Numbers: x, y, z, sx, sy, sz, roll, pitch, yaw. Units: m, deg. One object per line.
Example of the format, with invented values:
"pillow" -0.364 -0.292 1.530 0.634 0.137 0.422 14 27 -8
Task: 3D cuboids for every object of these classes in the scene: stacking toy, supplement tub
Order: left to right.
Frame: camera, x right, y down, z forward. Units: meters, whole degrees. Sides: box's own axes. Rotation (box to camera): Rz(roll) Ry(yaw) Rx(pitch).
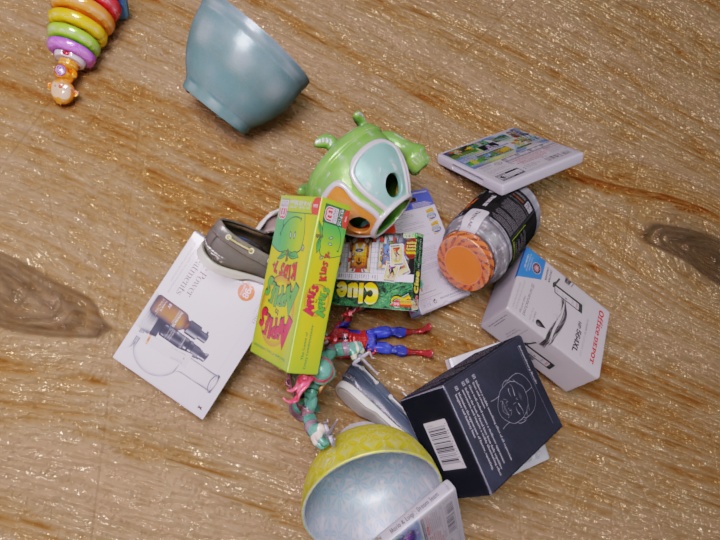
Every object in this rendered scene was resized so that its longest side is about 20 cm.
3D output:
"stacking toy" -0.436 -0.353 0.814 0.112 0.109 0.208 13 81 -16
"supplement tub" 0.215 -0.060 0.898 0.123 0.122 0.199 49 49 1

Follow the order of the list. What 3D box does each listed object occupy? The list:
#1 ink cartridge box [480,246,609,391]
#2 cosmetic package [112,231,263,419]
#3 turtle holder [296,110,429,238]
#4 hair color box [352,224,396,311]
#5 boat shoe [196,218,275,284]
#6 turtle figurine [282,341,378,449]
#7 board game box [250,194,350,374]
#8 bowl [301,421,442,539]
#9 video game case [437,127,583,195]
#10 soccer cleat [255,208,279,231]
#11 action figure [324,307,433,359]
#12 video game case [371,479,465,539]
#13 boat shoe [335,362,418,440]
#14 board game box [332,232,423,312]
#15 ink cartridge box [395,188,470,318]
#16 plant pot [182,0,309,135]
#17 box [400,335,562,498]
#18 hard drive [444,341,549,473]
"ink cartridge box" 0.323 0.084 0.925 0.197 0.084 0.148 35 55 -5
"cosmetic package" -0.222 0.075 0.745 0.148 0.052 0.204 34 86 -8
"turtle holder" 0.010 -0.124 0.755 0.132 0.142 0.184 44 30 11
"hair color box" 0.013 -0.049 0.858 0.062 0.111 0.208 -5 76 -18
"boat shoe" -0.123 -0.021 0.733 0.198 0.061 0.073 13 34 -43
"turtle figurine" -0.053 0.152 0.729 0.099 0.200 0.152 35 67 -5
"board game box" -0.077 0.014 0.667 0.046 0.100 0.208 12 89 -38
"bowl" 0.009 0.283 0.751 0.192 0.206 0.109 6 28 -16
"video game case" 0.269 -0.204 0.971 0.195 0.023 0.182 -23 37 -21
"soccer cleat" -0.162 -0.004 0.805 0.067 0.078 0.206 25 69 -9
"action figure" 0.029 0.103 0.830 0.192 0.099 0.068 2 72 -15
"video game case" 0.069 0.406 0.724 0.178 0.024 0.206 -29 124 -21
"boat shoe" 0.051 0.219 0.813 0.197 0.075 0.062 37 62 6
"board game box" 0.000 0.000 0.780 0.023 0.194 0.109 7 85 -54
"ink cartridge box" 0.102 -0.033 0.914 0.116 0.042 0.207 -15 82 -33
"plant pot" -0.195 -0.304 0.835 0.198 0.200 0.136 37 94 -4
"box" 0.180 0.211 0.785 0.196 0.106 0.153 -19 80 -39
"hard drive" 0.229 0.232 0.895 0.127 0.026 0.207 -12 78 -21
